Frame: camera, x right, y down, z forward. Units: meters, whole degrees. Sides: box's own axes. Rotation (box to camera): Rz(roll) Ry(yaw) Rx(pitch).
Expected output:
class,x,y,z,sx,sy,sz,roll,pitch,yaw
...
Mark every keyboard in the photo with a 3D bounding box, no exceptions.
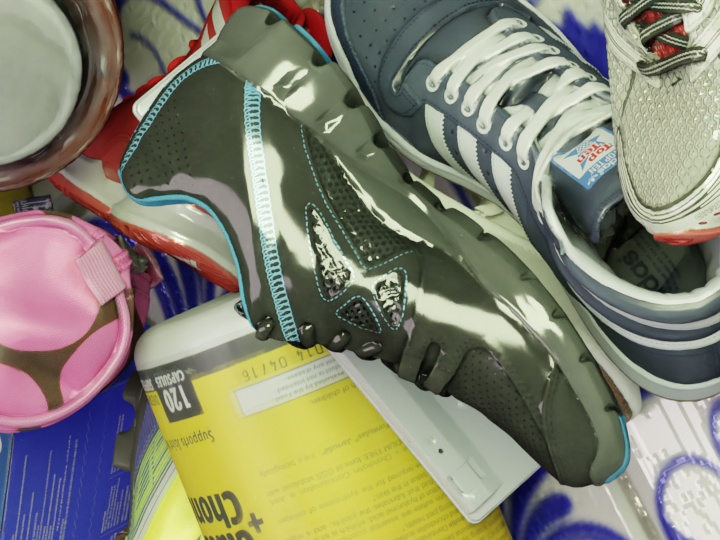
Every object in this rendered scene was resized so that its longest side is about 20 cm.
class,x,y,z,sx,sy,sz,roll,pitch,yaw
keyboard,0.000,0.000,1.068,0.200,0.056,0.011,51,162,-8

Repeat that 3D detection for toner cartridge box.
class,x,y,z,sx,sy,sz,roll,pitch,yaw
toner cartridge box,-0.141,0.115,1.327,0.043,0.095,0.200,42,138,31

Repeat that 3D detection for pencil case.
class,x,y,z,sx,sy,sz,roll,pitch,yaw
pencil case,-0.124,0.016,1.141,0.200,0.094,0.091,-153,43,-86

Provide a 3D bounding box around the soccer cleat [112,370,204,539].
class,x,y,z,sx,sy,sz,roll,pitch,yaw
soccer cleat,-0.062,0.128,1.200,0.084,0.065,0.201,-1,78,25

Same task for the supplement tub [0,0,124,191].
class,x,y,z,sx,sy,sz,roll,pitch,yaw
supplement tub,-0.146,-0.089,1.136,0.200,0.107,0.107,-121,15,-79

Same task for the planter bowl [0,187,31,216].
class,x,y,z,sx,sy,sz,roll,pitch,yaw
planter bowl,-0.209,-0.030,1.341,0.200,0.083,0.201,28,130,40

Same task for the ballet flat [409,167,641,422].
class,x,y,z,sx,sy,sz,roll,pitch,yaw
ballet flat,0.026,-0.017,1.042,0.200,0.070,0.069,31,143,-9

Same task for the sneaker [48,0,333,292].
class,x,y,z,sx,sy,sz,roll,pitch,yaw
sneaker,-0.057,-0.061,1.158,0.116,0.078,0.200,-60,22,0

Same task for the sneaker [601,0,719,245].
class,x,y,z,sx,sy,sz,roll,pitch,yaw
sneaker,0.087,-0.106,0.863,0.078,0.082,0.200,-12,77,47

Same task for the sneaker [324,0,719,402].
class,x,y,z,sx,sy,sz,roll,pitch,yaw
sneaker,0.059,-0.048,0.961,0.200,0.070,0.109,48,175,15

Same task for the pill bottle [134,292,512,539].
class,x,y,z,sx,sy,sz,roll,pitch,yaw
pill bottle,-0.003,0.098,1.123,0.112,0.112,0.200,-19,94,54

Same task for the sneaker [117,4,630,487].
class,x,y,z,sx,sy,sz,roll,pitch,yaw
sneaker,0.006,0.007,0.972,0.200,0.082,0.073,45,176,8

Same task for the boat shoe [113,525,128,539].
class,x,y,z,sx,sy,sz,roll,pitch,yaw
boat shoe,-0.049,0.172,1.259,0.200,0.072,0.076,35,134,36
